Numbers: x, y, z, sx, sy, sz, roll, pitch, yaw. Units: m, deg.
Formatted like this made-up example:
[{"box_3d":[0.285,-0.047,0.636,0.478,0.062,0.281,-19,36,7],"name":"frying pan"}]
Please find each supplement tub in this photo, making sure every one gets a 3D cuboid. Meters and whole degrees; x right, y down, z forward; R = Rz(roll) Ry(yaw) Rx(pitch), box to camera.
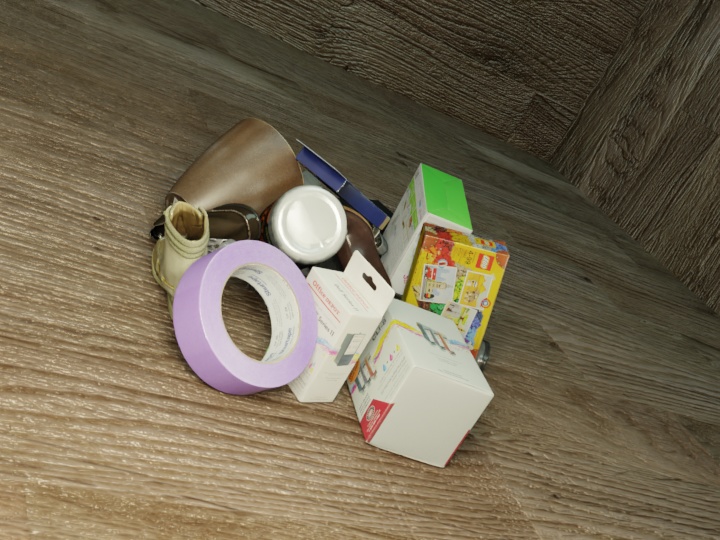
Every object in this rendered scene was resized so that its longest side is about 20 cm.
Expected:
[{"box_3d":[-0.102,-0.064,1.502,0.122,0.123,0.200,25,-12,-13],"name":"supplement tub"}]

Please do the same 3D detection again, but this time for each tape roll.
[{"box_3d":[-0.152,0.064,1.257,0.199,0.065,0.201,19,63,-41],"name":"tape roll"}]

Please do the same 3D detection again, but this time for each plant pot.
[{"box_3d":[-0.232,-0.138,1.608,0.187,0.188,0.200,39,53,22],"name":"plant pot"}]

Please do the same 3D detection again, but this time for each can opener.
[{"box_3d":[-0.003,-0.074,1.739,0.067,0.053,0.200,48,0,-26],"name":"can opener"}]

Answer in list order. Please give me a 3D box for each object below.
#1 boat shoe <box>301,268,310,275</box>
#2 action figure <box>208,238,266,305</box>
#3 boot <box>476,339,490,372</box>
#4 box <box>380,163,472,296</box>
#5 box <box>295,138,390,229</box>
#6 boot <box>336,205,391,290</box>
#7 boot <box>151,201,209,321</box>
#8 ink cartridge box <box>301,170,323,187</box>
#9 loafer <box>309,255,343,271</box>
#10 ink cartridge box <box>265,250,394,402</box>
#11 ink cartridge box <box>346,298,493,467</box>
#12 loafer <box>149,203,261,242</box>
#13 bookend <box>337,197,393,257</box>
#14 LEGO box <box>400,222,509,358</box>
[{"box_3d":[-0.133,-0.069,1.757,0.072,0.062,0.200,8,30,-47],"name":"boat shoe"},{"box_3d":[-0.173,0.002,1.439,0.130,0.070,0.200,24,-9,27],"name":"action figure"},{"box_3d":[0.162,0.129,1.726,0.131,0.070,0.200,20,15,-10],"name":"boot"},{"box_3d":[0.116,-0.069,1.719,0.096,0.177,0.200,20,29,-13],"name":"box"},{"box_3d":[-0.037,-0.147,1.601,0.121,0.032,0.200,41,1,35],"name":"box"},{"box_3d":[0.000,0.000,1.572,0.200,0.072,0.167,54,20,-36],"name":"boot"},{"box_3d":[-0.262,-0.036,1.358,0.072,0.156,0.200,-6,35,-19],"name":"boot"},{"box_3d":[-0.070,-0.081,1.732,0.109,0.050,0.201,54,-13,37],"name":"ink cartridge box"},{"box_3d":[-0.041,0.003,1.681,0.200,0.072,0.063,42,-21,-26],"name":"loafer"},{"box_3d":[-0.046,0.077,1.338,0.067,0.201,0.117,10,28,-44],"name":"ink cartridge box"},{"box_3d":[0.078,0.161,1.394,0.144,0.146,0.200,21,21,-23],"name":"ink cartridge box"},{"box_3d":[-0.250,-0.059,1.476,0.199,0.073,0.071,-5,16,25],"name":"loafer"},{"box_3d":[0.022,-0.054,1.895,0.200,0.092,0.198,43,25,27],"name":"bookend"},{"box_3d":[0.154,0.036,1.597,0.148,0.201,0.077,14,21,-2],"name":"LEGO box"}]
